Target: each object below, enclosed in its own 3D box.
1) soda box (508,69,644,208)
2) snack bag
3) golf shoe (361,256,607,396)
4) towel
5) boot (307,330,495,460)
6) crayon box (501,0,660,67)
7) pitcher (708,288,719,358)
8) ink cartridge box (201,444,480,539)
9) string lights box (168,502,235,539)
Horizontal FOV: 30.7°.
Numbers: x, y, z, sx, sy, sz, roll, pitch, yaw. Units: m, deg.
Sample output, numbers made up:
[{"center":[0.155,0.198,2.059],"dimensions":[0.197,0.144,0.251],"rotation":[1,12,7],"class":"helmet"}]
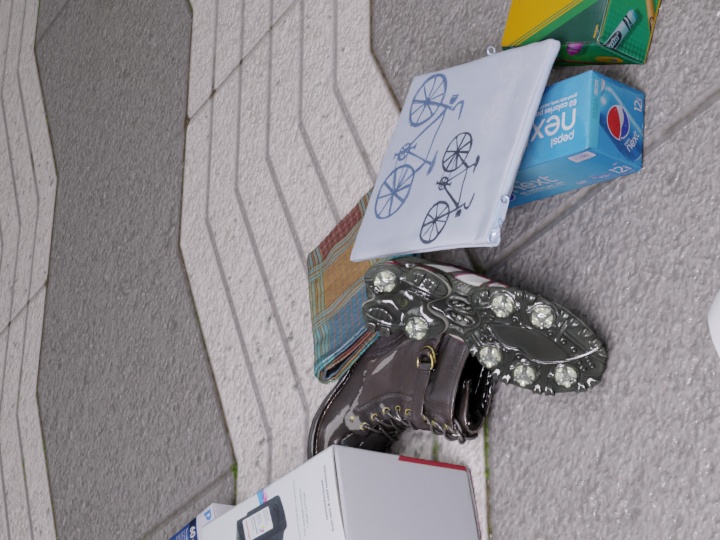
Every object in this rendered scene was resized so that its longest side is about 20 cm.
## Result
[{"center":[0.138,-0.100,1.083],"dimensions":[0.200,0.064,0.068],"rotation":[-14,65,51],"class":"soda box"},{"center":[0.078,-0.097,1.073],"dimensions":[0.200,0.021,0.189],"rotation":[-7,59,56],"class":"snack bag"},{"center":[0.102,0.031,1.027],"dimensions":[0.200,0.088,0.077],"rotation":[21,113,14],"class":"golf shoe"},{"center":[0.000,0.000,1.216],"dimensions":[0.147,0.022,0.200],"rotation":[-46,28,22],"class":"towel"},{"center":[0.039,0.123,1.125],"dimensions":[0.174,0.069,0.200],"rotation":[8,81,56],"class":"boot"},{"center":[0.196,-0.270,1.075],"dimensions":[0.119,0.058,0.200],"rotation":[10,85,55],"class":"crayon box"},{"center":[0.317,0.030,0.747],"dimensions":[0.200,0.121,0.172],"rotation":[-34,65,29],"class":"pitcher"},{"center":[-0.020,0.227,1.097],"dimensions":[0.200,0.146,0.083],"rotation":[-38,50,41],"class":"ink cartridge box"},{"center":[-0.175,0.329,1.348],"dimensions":[0.200,0.059,0.103],"rotation":[-42,46,38],"class":"string lights box"}]
